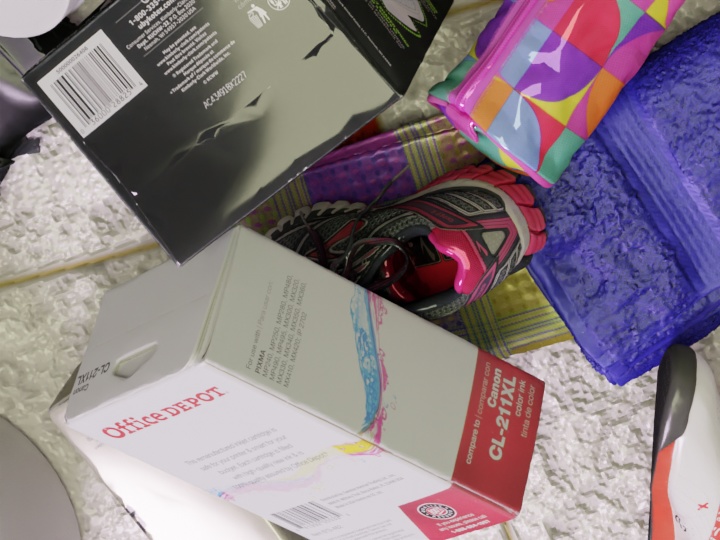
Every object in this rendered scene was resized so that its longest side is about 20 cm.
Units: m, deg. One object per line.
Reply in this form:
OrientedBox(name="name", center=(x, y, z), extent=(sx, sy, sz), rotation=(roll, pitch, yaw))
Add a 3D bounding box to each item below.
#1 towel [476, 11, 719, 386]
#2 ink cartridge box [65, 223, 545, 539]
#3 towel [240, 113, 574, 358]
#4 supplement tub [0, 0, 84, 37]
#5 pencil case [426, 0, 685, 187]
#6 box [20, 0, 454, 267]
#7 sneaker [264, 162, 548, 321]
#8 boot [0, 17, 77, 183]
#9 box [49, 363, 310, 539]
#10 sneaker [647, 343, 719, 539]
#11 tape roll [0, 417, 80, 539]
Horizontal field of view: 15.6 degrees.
OrientedBox(name="towel", center=(0.178, -0.043, 1.381), extent=(0.200, 0.050, 0.148), rotation=(-32, 104, 10))
OrientedBox(name="ink cartridge box", center=(-0.029, 0.068, 1.363), extent=(0.200, 0.083, 0.146), rotation=(28, 151, -26))
OrientedBox(name="towel", center=(0.038, -0.013, 1.443), extent=(0.199, 0.023, 0.144), rotation=(-16, 107, 15))
OrientedBox(name="supplement tub", center=(-0.136, -0.222, 1.283), extent=(0.145, 0.200, 0.146), rotation=(23, 143, 19))
OrientedBox(name="pencil case", center=(0.117, -0.142, 1.329), extent=(0.088, 0.088, 0.200), rotation=(32, 95, -3))
OrientedBox(name="box", center=(-0.056, -0.117, 1.325), extent=(0.148, 0.200, 0.124), rotation=(-36, 99, 19))
OrientedBox(name="sneaker", center=(0.000, 0.000, 1.385), extent=(0.200, 0.075, 0.081), rotation=(-24, 100, 38))
OrientedBox(name="boot", center=(-0.252, -0.116, 1.432), extent=(0.162, 0.073, 0.198), rotation=(-40, 97, 25))
OrientedBox(name="box", center=(-0.080, 0.124, 1.472), extent=(0.068, 0.082, 0.200), rotation=(-34, 100, 18))
OrientedBox(name="sneaker", center=(0.210, 0.122, 1.423), extent=(0.108, 0.067, 0.202), rotation=(3, 128, 7))
OrientedBox(name="tape roll", center=(-0.271, 0.183, 1.500), extent=(0.202, 0.139, 0.203), rotation=(3, 110, 9))
